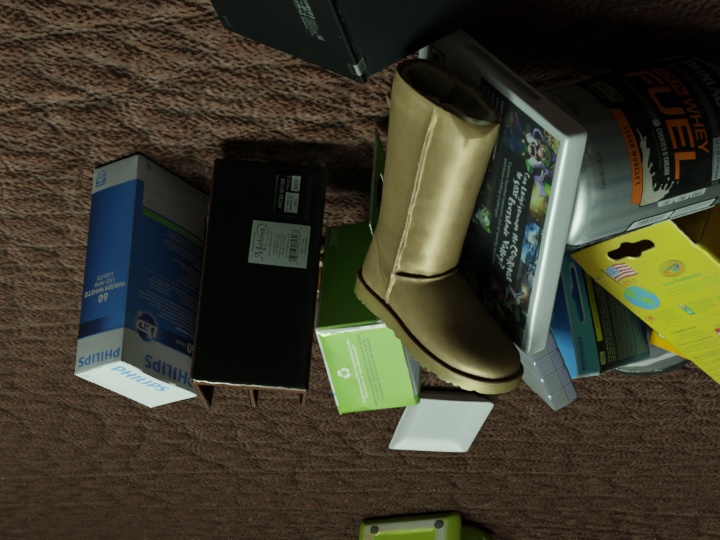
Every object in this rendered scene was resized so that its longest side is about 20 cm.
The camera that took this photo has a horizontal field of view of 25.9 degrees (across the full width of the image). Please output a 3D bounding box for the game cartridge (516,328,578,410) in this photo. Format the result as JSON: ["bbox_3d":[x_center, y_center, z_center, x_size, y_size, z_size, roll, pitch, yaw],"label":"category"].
[{"bbox_3d":[0.111,0.023,1.343,0.038,0.200,0.130,-36,129,-5],"label":"game cartridge"}]

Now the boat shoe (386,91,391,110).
[{"bbox_3d":[0.089,-0.096,1.325,0.065,0.072,0.200,-32,134,11],"label":"boat shoe"}]

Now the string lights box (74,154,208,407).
[{"bbox_3d":[-0.192,0.010,1.401,0.059,0.200,0.103,-15,151,31],"label":"string lights box"}]

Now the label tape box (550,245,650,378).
[{"bbox_3d":[0.191,0.022,1.403,0.066,0.143,0.200,-12,177,28],"label":"label tape box"}]

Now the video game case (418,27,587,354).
[{"bbox_3d":[0.094,-0.065,1.183,0.023,0.182,0.200,-17,133,-27],"label":"video game case"}]

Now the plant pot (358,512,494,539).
[{"bbox_3d":[0.094,0.492,2.477,0.199,0.200,0.182,-8,149,20],"label":"plant pot"}]

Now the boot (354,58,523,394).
[{"bbox_3d":[0.069,-0.029,1.155,0.066,0.175,0.200,-24,139,-42],"label":"boot"}]

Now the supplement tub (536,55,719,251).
[{"bbox_3d":[0.211,-0.094,1.194,0.200,0.123,0.123,-17,164,-26],"label":"supplement tub"}]

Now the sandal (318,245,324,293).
[{"bbox_3d":[-0.030,0.010,1.553,0.212,0.070,0.078,8,155,-15],"label":"sandal"}]

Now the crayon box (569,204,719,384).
[{"bbox_3d":[0.290,0.014,1.310,0.200,0.051,0.127,38,149,-20],"label":"crayon box"}]

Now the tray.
[{"bbox_3d":[0.101,0.192,2.012,0.107,0.022,0.200,4,156,-5],"label":"tray"}]

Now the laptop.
[{"bbox_3d":[-0.013,-0.230,1.094,0.200,0.116,0.187,24,163,22],"label":"laptop"}]

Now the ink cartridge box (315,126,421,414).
[{"bbox_3d":[0.000,0.000,1.354,0.076,0.148,0.200,-8,128,10],"label":"ink cartridge box"}]

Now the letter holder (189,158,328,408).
[{"bbox_3d":[-0.087,0.020,1.399,0.100,0.200,0.142,5,164,0],"label":"letter holder"}]

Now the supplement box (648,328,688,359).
[{"bbox_3d":[0.345,-0.002,1.402,0.109,0.110,0.200,23,150,9],"label":"supplement box"}]

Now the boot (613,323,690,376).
[{"bbox_3d":[0.346,0.044,1.637,0.200,0.070,0.132,-15,151,7],"label":"boot"}]
